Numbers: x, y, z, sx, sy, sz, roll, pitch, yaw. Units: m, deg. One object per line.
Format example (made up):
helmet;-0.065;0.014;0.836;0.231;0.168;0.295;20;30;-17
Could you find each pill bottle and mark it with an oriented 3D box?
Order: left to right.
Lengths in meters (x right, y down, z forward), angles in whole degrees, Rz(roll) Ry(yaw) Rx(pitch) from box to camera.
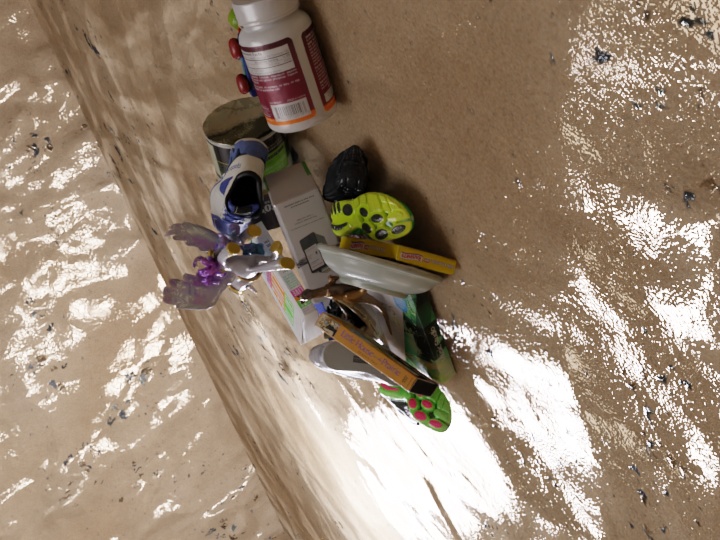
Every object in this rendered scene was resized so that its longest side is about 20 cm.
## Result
pill bottle;-0.115;-0.319;1.403;0.114;0.114;0.201;31;145;53

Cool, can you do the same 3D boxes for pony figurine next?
pony figurine;-0.232;-0.012;1.620;0.200;0.192;0.167;-33;48;52

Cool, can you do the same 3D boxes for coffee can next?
coffee can;-0.195;-0.193;1.724;0.146;0.146;0.201;41;153;41

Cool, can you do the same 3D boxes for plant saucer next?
plant saucer;0.024;0.007;1.433;0.200;0.199;0.051;16;90;62

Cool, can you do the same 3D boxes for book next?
book;-0.138;0.021;1.719;0.200;0.048;0.134;57;165;21

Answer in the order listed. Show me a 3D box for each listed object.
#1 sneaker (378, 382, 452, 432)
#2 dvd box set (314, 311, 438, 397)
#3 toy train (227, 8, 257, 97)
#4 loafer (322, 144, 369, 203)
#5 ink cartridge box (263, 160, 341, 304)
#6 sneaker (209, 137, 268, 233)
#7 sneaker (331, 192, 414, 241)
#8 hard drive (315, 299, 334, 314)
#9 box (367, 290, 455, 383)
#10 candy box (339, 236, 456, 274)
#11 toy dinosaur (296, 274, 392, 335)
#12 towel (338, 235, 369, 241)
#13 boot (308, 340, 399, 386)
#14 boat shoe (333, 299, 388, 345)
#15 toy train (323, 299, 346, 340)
sneaker;0.113;0.247;1.736;0.084;0.077;0.200;49;170;-31
dvd box set;0.029;0.142;1.577;0.200;0.029;0.146;34;-179;22
toy train;-0.184;-0.395;1.530;0.201;0.084;0.116;83;163;-48
loafer;-0.021;-0.149;1.504;0.201;0.068;0.071;141;136;-79
ink cartridge box;-0.090;-0.066;1.623;0.146;0.084;0.201;-118;7;-62
sneaker;-0.213;-0.119;1.611;0.116;0.080;0.200;-92;21;-44
sneaker;0.027;-0.087;1.443;0.200;0.083;0.075;10;107;59
hard drive;-0.083;0.051;1.907;0.132;0.025;0.200;67;172;-20
box;0.079;0.087;1.598;0.144;0.036;0.201;21;141;53
candy box;0.054;-0.025;1.447;0.200;0.102;0.027;14;92;64
toy dinosaur;-0.009;0.037;1.557;0.106;0.199;0.061;-50;36;40
towel;0.000;0.000;1.711;0.144;0.023;0.200;57;160;4
boot;0.005;0.165;1.725;0.096;0.199;0.074;172;112;-69
boat shoe;0.004;0.092;1.720;0.074;0.066;0.200;20;149;45
toy train;-0.042;0.081;1.753;0.200;0.034;0.046;-71;-34;-67
